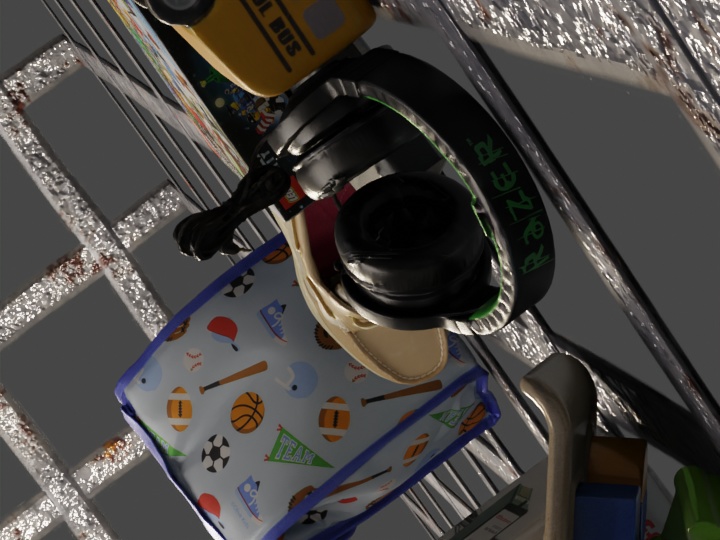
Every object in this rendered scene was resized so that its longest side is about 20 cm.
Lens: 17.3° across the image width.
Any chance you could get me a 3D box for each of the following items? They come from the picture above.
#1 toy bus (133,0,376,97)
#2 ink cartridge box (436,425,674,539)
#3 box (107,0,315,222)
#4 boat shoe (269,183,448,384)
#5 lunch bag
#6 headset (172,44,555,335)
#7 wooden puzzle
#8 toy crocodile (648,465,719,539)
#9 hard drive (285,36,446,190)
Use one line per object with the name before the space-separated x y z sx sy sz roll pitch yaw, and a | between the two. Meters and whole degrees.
toy bus | -0.082 -0.164 0.968 0.200 0.078 0.065 55 175 -19
ink cartridge box | 0.089 0.195 1.173 0.146 0.200 0.084 54 177 -10
box | -0.094 -0.128 1.172 0.200 0.038 0.137 56 174 -26
boat shoe | 0.000 0.000 1.348 0.200 0.074 0.069 58 179 -34
lunch bag | -0.038 0.081 1.522 0.170 0.200 0.124 50 174 24
headset | -0.002 -0.027 0.993 0.200 0.094 0.124 11 131 59
wooden puzzle | 0.102 0.140 1.030 0.185 0.046 0.201 -9 -83 -81
toy crocodile | 0.147 0.168 1.028 0.068 0.062 0.200 -96 -3 -48
hard drive | -0.034 -0.116 1.117 0.200 0.033 0.140 53 175 3
